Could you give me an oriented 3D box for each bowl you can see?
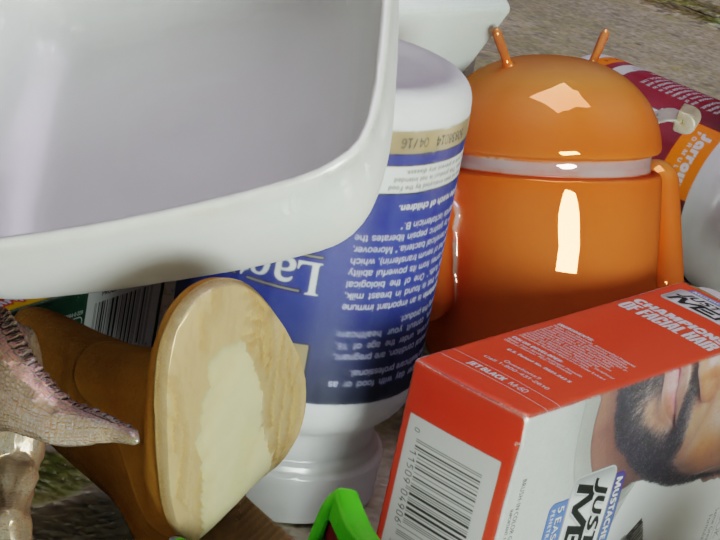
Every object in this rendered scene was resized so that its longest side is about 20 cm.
[{"bbox_3d":[-0.075,-0.073,0.786,0.198,0.075,0.201,-9,51,13],"label":"bowl"}]

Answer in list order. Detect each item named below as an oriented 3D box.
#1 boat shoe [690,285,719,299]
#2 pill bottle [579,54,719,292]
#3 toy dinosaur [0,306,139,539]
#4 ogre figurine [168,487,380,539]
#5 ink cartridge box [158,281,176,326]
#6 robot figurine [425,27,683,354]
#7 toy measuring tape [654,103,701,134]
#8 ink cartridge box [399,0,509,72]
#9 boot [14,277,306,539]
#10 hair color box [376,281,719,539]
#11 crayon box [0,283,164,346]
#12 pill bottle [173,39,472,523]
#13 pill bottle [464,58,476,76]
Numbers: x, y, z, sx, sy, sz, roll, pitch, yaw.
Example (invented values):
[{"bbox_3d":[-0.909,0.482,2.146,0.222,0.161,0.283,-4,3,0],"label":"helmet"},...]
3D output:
[{"bbox_3d":[0.232,0.057,1.078,0.069,0.071,0.200,4,20,-20],"label":"boat shoe"},{"bbox_3d":[0.207,-0.055,1.298,0.199,0.114,0.112,27,26,38],"label":"pill bottle"},{"bbox_3d":[-0.152,0.053,0.776,0.085,0.200,0.136,29,54,-25],"label":"toy dinosaur"},{"bbox_3d":[-0.004,0.144,0.692,0.198,0.099,0.120,-5,35,-12],"label":"ogre figurine"},{"bbox_3d":[-0.075,-0.006,1.146,0.159,0.048,0.201,6,38,-17],"label":"ink cartridge box"},{"bbox_3d":[0.090,-0.018,1.005,0.143,0.202,0.117,2,9,4],"label":"robot figurine"},{"bbox_3d":[0.114,-0.044,1.229,0.199,0.074,0.074,-13,11,23],"label":"toy measuring tape"},{"bbox_3d":[-0.047,-0.078,0.994,0.173,0.200,0.044,-8,62,-35],"label":"ink cartridge box"},{"bbox_3d":[-0.088,0.048,0.782,0.144,0.202,0.071,34,61,31],"label":"boot"},{"bbox_3d":[0.097,0.080,0.888,0.064,0.112,0.199,27,26,34],"label":"hair color box"},{"bbox_3d":[-0.221,0.010,0.973,0.172,0.059,0.200,23,23,27],"label":"crayon box"},{"bbox_3d":[-0.023,0.001,0.903,0.115,0.202,0.116,9,20,-3],"label":"pill bottle"},{"bbox_3d":[-0.044,-0.126,1.087,0.199,0.112,0.111,-5,26,-38],"label":"pill bottle"}]
